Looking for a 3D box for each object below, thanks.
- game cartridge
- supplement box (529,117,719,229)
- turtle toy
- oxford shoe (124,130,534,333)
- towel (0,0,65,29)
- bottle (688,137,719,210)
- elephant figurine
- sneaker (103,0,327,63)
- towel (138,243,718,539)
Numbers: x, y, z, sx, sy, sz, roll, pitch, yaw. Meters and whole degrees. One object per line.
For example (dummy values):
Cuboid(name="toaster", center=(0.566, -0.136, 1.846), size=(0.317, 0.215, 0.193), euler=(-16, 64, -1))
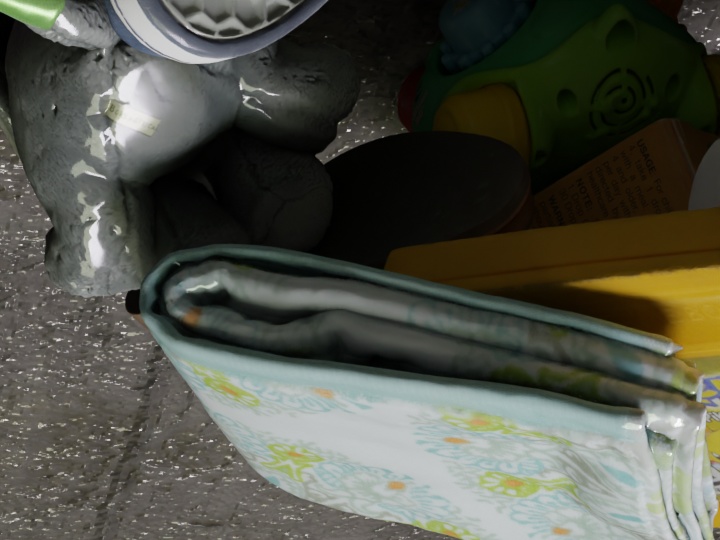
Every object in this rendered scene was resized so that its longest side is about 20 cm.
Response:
Cuboid(name="game cartridge", center=(0.131, 0.040, 0.967), size=(0.176, 0.033, 0.200), euler=(-7, 150, 40))
Cuboid(name="supplement box", center=(0.070, 0.017, 1.069), size=(0.200, 0.069, 0.066), euler=(-35, 155, 29))
Cuboid(name="turtle toy", center=(0.072, -0.059, 1.116), size=(0.145, 0.102, 0.200), euler=(-9, 156, -21))
Cuboid(name="oxford shoe", center=(0.000, 0.000, 1.042), size=(0.199, 0.072, 0.071), euler=(-18, 124, 45))
Cuboid(name="towel", center=(-0.173, -0.166, 0.819), size=(0.199, 0.150, 0.031), euler=(23, 147, -27))
Cuboid(name="bottle", center=(0.214, -0.009, 0.958), size=(0.199, 0.066, 0.084), euler=(10, 142, -21))
Cuboid(name="elephant figurine", center=(-0.097, -0.081, 1.031), size=(0.141, 0.200, 0.156), euler=(-3, 121, -25))
Cuboid(name="sneaker", center=(-0.061, -0.120, 0.762), size=(0.146, 0.203, 0.077), euler=(-19, 130, 39))
Cuboid(name="towel", center=(0.031, 0.056, 0.972), size=(0.199, 0.048, 0.171), euler=(13, 158, 16))
